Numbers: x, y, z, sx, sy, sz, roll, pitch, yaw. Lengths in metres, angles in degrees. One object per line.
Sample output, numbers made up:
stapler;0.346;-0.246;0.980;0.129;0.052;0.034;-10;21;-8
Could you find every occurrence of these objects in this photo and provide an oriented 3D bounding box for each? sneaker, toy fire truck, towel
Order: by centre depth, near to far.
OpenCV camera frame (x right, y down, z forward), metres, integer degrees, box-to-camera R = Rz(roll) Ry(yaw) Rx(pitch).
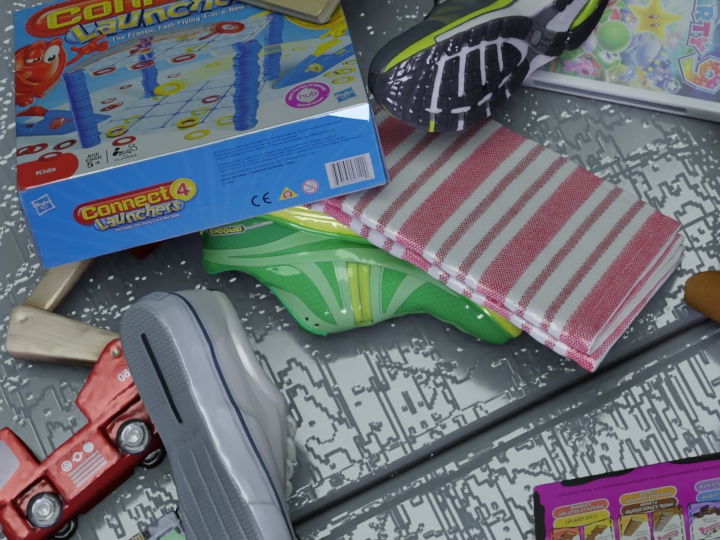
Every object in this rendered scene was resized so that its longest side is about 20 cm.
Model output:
sneaker;-0.063;0.101;1.139;0.070;0.073;0.202;-17;87;-42
towel;0.076;-0.028;1.189;0.199;0.030;0.146;30;39;14
sneaker;0.065;-0.144;1.202;0.081;0.074;0.200;30;43;27
toy fire truck;-0.158;0.051;1.211;0.200;0.049;0.141;-39;74;-7
sneaker;0.000;0.000;1.212;0.199;0.074;0.084;21;114;0

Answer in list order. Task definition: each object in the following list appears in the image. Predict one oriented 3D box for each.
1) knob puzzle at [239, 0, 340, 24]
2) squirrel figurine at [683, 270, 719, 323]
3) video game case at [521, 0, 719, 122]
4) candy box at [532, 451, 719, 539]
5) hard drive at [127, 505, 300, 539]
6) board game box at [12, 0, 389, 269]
knob puzzle;-0.037;-0.243;1.250;0.218;0.030;0.221;-13;56;20
squirrel figurine;0.306;-0.019;1.139;0.199;0.142;0.188;26;94;-6
video game case;0.165;-0.171;1.270;0.198;0.018;0.144;11;74;8
candy box;0.165;0.197;1.084;0.135;0.061;0.201;-11;46;13
hard drive;-0.065;0.227;1.156;0.139;0.038;0.201;-33;74;-6
board game box;-0.097;-0.101;1.196;0.198;0.056;0.196;-14;38;0
